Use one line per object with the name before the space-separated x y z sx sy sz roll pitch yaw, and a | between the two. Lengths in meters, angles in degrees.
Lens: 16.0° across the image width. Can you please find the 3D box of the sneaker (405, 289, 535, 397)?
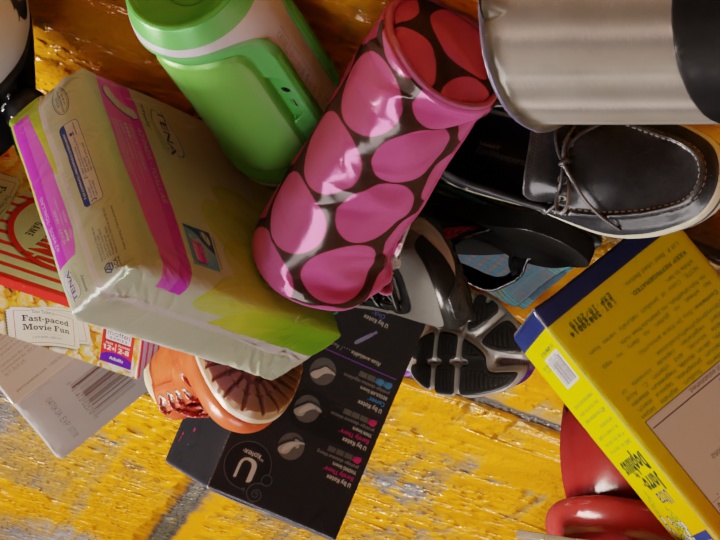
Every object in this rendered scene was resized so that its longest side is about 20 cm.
sneaker | 0.072 0.051 1.888 0.083 0.081 0.200 8 180 -32

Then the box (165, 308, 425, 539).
box | -0.041 0.071 1.791 0.106 0.201 0.122 24 176 -18

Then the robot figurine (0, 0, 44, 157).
robot figurine | -0.262 -0.135 1.593 0.150 0.125 0.200 3 161 -4

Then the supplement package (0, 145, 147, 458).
supplement package | -0.242 0.013 1.839 0.200 0.117 0.117 49 173 25

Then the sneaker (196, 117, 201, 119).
sneaker | -0.132 -0.053 1.769 0.108 0.070 0.200 14 157 17

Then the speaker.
speaker | -0.069 -0.123 1.509 0.088 0.089 0.200 9 158 23

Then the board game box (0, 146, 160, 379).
board game box | -0.203 -0.013 1.653 0.199 0.152 0.046 17 122 11

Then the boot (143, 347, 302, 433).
boot | -0.096 0.069 1.699 0.075 0.108 0.200 15 -158 -21

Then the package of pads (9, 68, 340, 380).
package of pads | -0.114 -0.027 1.555 0.068 0.155 0.200 -36 147 23

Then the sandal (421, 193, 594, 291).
sandal | 0.076 -0.014 1.628 0.075 0.045 0.200 27 173 -25

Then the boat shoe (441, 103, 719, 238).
boat shoe | 0.122 -0.064 1.510 0.199 0.075 0.062 12 -179 29

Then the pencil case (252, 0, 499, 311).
pencil case | 0.014 -0.065 1.494 0.093 0.091 0.200 25 133 -8

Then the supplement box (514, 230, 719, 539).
supplement box | 0.204 0.078 1.616 0.200 0.109 0.110 52 171 6

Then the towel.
towel | 0.048 -0.033 1.738 0.199 0.022 0.147 22 159 -10

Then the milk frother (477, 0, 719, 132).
milk frother | 0.172 -0.075 1.263 0.188 0.201 0.180 3 159 37

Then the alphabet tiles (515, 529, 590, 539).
alphabet tiles | 0.220 0.216 1.696 0.167 0.008 0.200 31 165 -28

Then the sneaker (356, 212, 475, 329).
sneaker | 0.000 0.000 1.634 0.200 0.079 0.074 23 139 48

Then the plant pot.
plant pot | 0.230 0.134 1.792 0.200 0.183 0.201 17 158 7
